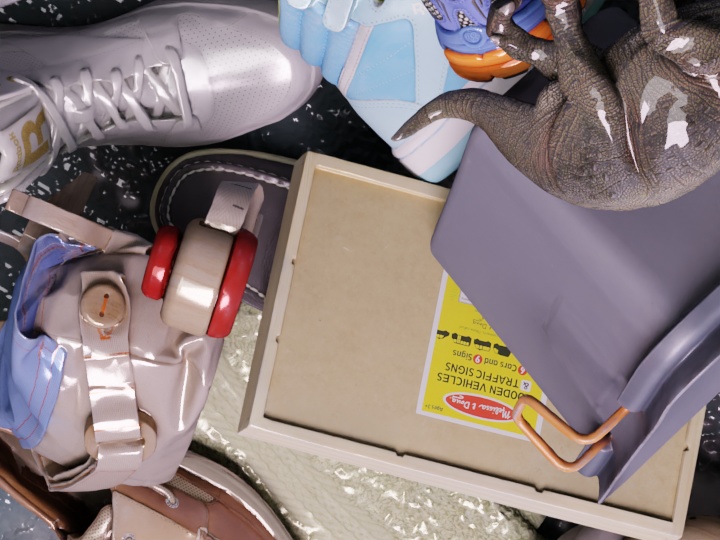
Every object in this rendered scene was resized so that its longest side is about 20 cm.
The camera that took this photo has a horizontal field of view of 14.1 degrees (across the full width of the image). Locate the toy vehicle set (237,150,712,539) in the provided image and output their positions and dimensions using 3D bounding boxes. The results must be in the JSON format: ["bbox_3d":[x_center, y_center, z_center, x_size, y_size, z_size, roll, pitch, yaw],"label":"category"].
[{"bbox_3d":[0.055,0.034,1.267,0.199,0.125,0.027,15,167,-10],"label":"toy vehicle set"}]

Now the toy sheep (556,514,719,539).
[{"bbox_3d":[0.126,0.182,1.348,0.137,0.138,0.200,30,129,-1],"label":"toy sheep"}]

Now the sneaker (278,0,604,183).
[{"bbox_3d":[0.034,-0.133,1.217,0.130,0.080,0.200,38,130,-5],"label":"sneaker"}]

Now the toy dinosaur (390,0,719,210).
[{"bbox_3d":[0.101,-0.063,1.056,0.199,0.077,0.103,-21,98,16],"label":"toy dinosaur"}]

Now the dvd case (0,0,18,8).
[{"bbox_3d":[-0.175,-0.191,1.292,0.199,0.025,0.151,-19,111,25],"label":"dvd case"}]

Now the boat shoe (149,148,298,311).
[{"bbox_3d":[0.000,0.001,1.308,0.200,0.066,0.072,27,89,-4],"label":"boat shoe"}]

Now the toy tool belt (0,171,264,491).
[{"bbox_3d":[-0.119,0.021,1.248,0.122,0.126,0.200,17,155,-4],"label":"toy tool belt"}]

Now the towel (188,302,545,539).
[{"bbox_3d":[-0.016,0.097,1.397,0.148,0.037,0.200,-35,104,29],"label":"towel"}]

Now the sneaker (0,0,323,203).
[{"bbox_3d":[-0.120,-0.068,1.291,0.199,0.116,0.074,-6,115,19],"label":"sneaker"}]

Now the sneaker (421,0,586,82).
[{"bbox_3d":[0.058,-0.175,1.135,0.075,0.201,0.078,-10,145,24],"label":"sneaker"}]

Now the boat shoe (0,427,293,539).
[{"bbox_3d":[-0.111,0.116,1.371,0.200,0.072,0.076,39,133,-6],"label":"boat shoe"}]

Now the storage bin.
[{"bbox_3d":[0.100,-0.005,1.180,0.134,0.145,0.200,46,164,10],"label":"storage bin"}]
